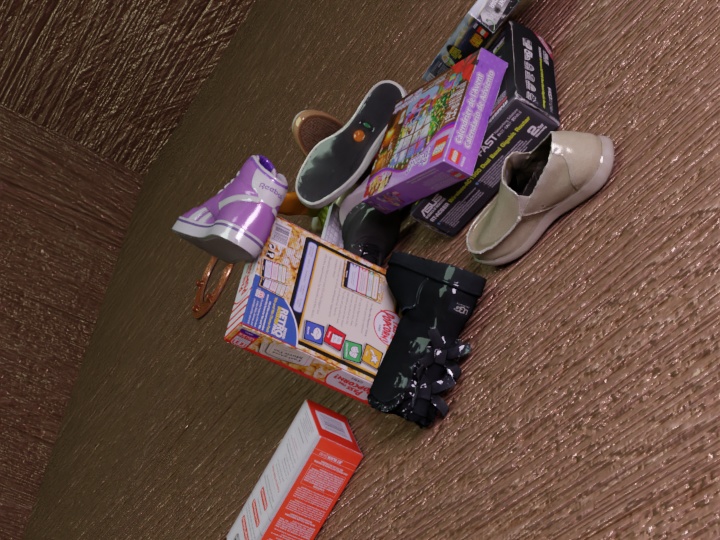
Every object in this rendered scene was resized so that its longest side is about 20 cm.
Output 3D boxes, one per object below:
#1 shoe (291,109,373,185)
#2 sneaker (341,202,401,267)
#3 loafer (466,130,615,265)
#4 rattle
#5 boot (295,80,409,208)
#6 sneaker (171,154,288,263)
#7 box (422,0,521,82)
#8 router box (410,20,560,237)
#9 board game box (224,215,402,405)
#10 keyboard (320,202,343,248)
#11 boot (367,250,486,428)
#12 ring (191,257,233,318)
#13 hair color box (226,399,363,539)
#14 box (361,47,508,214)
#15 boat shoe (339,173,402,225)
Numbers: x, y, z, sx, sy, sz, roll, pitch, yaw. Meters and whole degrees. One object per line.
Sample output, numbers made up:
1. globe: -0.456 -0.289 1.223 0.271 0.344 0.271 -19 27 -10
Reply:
1. shoe: -0.040 -0.169 1.493 0.053 0.200 0.070 34 91 36
2. sneaker: 0.000 0.000 1.377 0.091 0.076 0.201 -102 32 -51
3. loafer: 0.158 -0.076 1.043 0.200 0.068 0.076 -44 27 45
4. rattle: -0.060 -0.164 1.632 0.130 0.142 0.201 120 167 -82
5. boot: 0.006 -0.154 1.460 0.200 0.072 0.144 -47 -16 7
6. sneaker: -0.137 -0.071 1.211 0.200 0.072 0.115 5 66 59
7. box: 0.149 -0.298 1.276 0.137 0.040 0.200 -53 3 -15
8. router box: 0.136 -0.157 1.212 0.200 0.062 0.150 -48 24 38
9. board game box: -0.038 0.046 1.201 0.046 0.199 0.152 -41 29 49
10. keyboard: -0.043 0.001 1.495 0.011 0.056 0.201 -16 47 39
11. boot: 0.054 0.070 1.137 0.163 0.073 0.198 -68 20 -2
12. ring: -0.298 0.004 2.210 0.201 0.019 0.201 -52 23 33
13. hair color box: -0.079 0.261 1.247 0.201 0.061 0.102 -59 20 10
14. box: 0.077 -0.149 1.197 0.200 0.039 0.138 -20 48 63
15. boat shoe: 0.036 -0.109 1.419 0.068 0.072 0.200 -43 -9 -37
